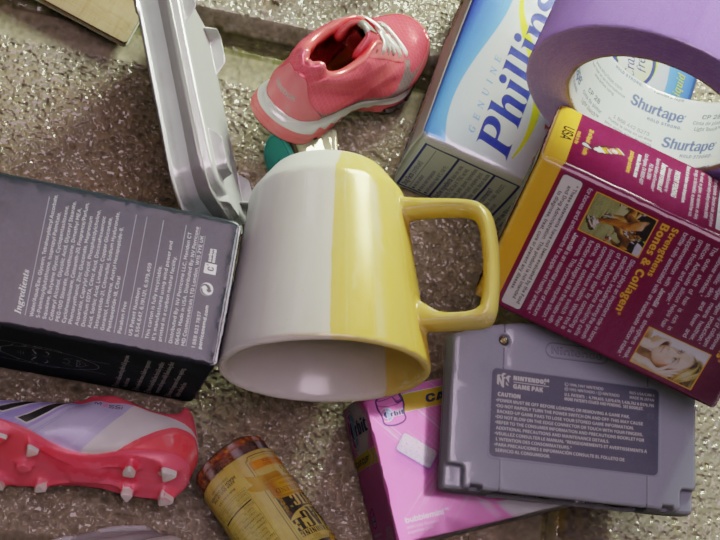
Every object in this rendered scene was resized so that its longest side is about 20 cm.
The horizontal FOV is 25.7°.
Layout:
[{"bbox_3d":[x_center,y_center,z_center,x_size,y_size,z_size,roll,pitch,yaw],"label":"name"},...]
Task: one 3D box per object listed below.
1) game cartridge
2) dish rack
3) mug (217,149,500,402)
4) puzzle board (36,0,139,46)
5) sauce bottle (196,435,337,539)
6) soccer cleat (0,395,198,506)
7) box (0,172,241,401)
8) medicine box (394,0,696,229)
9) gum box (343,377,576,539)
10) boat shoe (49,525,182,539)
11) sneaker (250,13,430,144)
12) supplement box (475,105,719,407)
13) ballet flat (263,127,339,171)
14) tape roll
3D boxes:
[{"bbox_3d":[0.156,0.108,1.182,0.198,0.042,0.134,8,69,-13],"label":"game cartridge"},{"bbox_3d":[-0.122,-0.125,1.184,0.043,0.172,0.202,-12,76,2],"label":"dish rack"},{"bbox_3d":[-0.007,0.002,1.132,0.185,0.150,0.155,7,67,-14],"label":"mug"},{"bbox_3d":[-0.247,-0.288,1.289,0.199,0.017,0.152,28,67,-5],"label":"puzzle board"},{"bbox_3d":[-0.042,0.211,1.131,0.066,0.066,0.200,-31,66,-20],"label":"sauce bottle"},{"bbox_3d":[-0.217,0.120,1.152,0.198,0.067,0.077,10,40,-5],"label":"soccer cleat"},{"bbox_3d":[-0.199,0.015,1.132,0.198,0.148,0.108,11,73,-11],"label":"box"},{"bbox_3d":[0.154,-0.127,1.291,0.199,0.103,0.183,24,69,-7],"label":"medicine box"},{"bbox_3d":[0.099,0.137,1.213,0.198,0.066,0.114,-10,77,-17],"label":"gum box"},{"bbox_3d":[-0.211,0.216,1.091,0.199,0.068,0.073,-16,111,-34],"label":"boat shoe"},{"bbox_3d":[0.002,-0.168,1.252,0.074,0.087,0.200,46,46,9],"label":"sneaker"},{"bbox_3d":[0.204,-0.012,1.162,0.199,0.132,0.103,26,31,2],"label":"supplement box"},{"bbox_3d":[-0.021,-0.025,1.241,0.069,0.070,0.202,-9,75,-16],"label":"ballet flat"},{"bbox_3d":[0.224,-0.138,1.148,0.199,0.200,0.066,27,69,-4],"label":"tape roll"}]
